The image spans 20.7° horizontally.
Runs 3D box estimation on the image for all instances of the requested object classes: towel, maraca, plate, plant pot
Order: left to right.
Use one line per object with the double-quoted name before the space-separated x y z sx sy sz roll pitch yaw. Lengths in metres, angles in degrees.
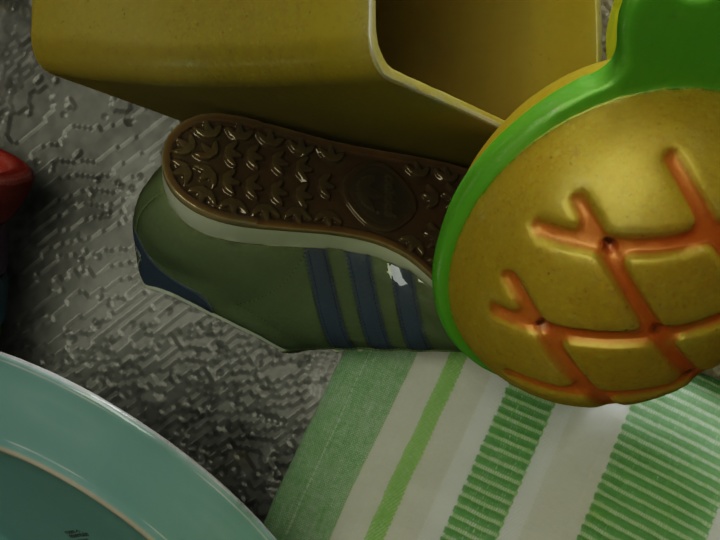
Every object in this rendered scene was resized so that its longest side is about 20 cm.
"plate" -0.108 0.101 0.788 0.199 0.201 0.026 24 60 17
"plant pot" -0.022 -0.142 0.791 0.175 0.200 0.202 -6 79 29
"towel" 0.071 0.091 0.791 0.199 0.023 0.153 17 60 19
"maraca" 0.106 -0.028 0.708 0.201 0.136 0.107 -57 32 33

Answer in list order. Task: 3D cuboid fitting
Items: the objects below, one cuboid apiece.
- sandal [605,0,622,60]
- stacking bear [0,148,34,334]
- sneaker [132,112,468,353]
"sandal" 0.172 -0.051 0.792 0.087 0.080 0.201 -22 67 -25
"stacking bear" -0.219 0.040 0.867 0.121 0.113 0.202 24 103 38
"sneaker" 0.000 0.000 0.808 0.199 0.090 0.068 17 55 -18
